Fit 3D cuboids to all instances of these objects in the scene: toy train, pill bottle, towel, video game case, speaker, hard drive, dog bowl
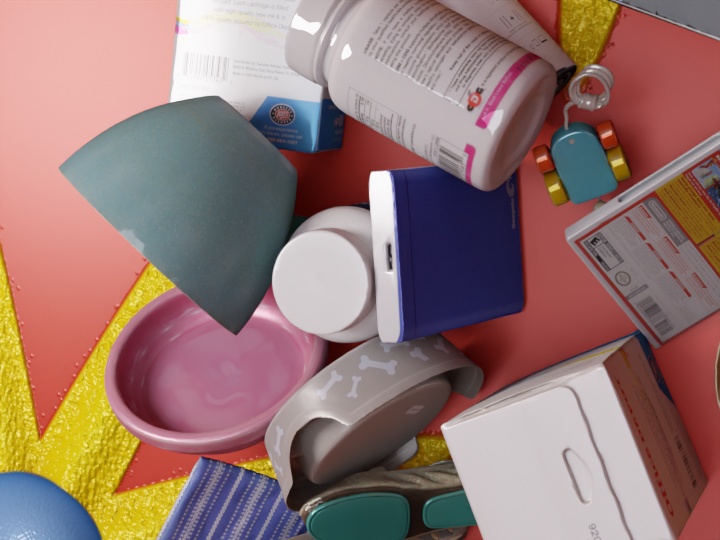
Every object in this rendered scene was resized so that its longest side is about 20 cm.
[{"bbox_3d":[0.240,-0.091,1.421,0.199,0.056,0.151,25,116,-9],"label":"toy train"},{"bbox_3d":[0.000,0.000,1.447,0.110,0.200,0.112,2,96,18],"label":"pill bottle"},{"bbox_3d":[-0.083,0.254,1.533,0.199,0.024,0.145,22,104,-25],"label":"towel"},{"bbox_3d":[0.285,-0.034,1.405,0.199,0.017,0.143,-33,120,18],"label":"video game case"},{"bbox_3d":[0.087,-0.217,1.462,0.081,0.081,0.200,-44,81,17],"label":"speaker"},{"bbox_3d":[0.074,-0.020,1.421,0.025,0.200,0.133,-1,95,33],"label":"hard drive"},{"bbox_3d":[0.046,-0.158,1.387,0.199,0.113,0.114,31,104,16],"label":"pill bottle"},{"bbox_3d":[0.007,0.120,1.464,0.200,0.200,0.059,-42,70,17],"label":"dog bowl"}]

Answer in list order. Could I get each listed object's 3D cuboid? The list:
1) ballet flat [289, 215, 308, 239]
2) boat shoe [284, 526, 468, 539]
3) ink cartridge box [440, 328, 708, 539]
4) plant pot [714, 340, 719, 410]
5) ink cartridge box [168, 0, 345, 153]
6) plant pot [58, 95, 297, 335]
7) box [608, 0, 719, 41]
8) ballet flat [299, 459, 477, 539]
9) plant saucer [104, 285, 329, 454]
[{"bbox_3d":[-0.125,-0.027,1.560,0.199,0.069,0.063,15,134,24],"label":"ballet flat"},{"bbox_3d":[-0.001,0.253,1.520,0.199,0.074,0.075,-17,49,-12],"label":"boat shoe"},{"bbox_3d":[0.176,0.151,1.402,0.144,0.200,0.148,-23,87,19],"label":"ink cartridge box"},{"bbox_3d":[0.390,0.086,1.417,0.199,0.027,0.202,2,97,18],"label":"plant pot"},{"bbox_3d":[-0.082,-0.212,1.516,0.143,0.085,0.202,9,99,17],"label":"ink cartridge box"},{"bbox_3d":[-0.130,-0.064,1.434,0.200,0.200,0.135,43,88,10],"label":"plant pot"},{"bbox_3d":[0.242,-0.236,1.344,0.163,0.200,0.087,24,102,15],"label":"box"},{"bbox_3d":[0.040,0.195,1.488,0.198,0.062,0.068,-3,120,-14],"label":"ballet flat"},{"bbox_3d":[-0.123,0.087,1.525,0.199,0.201,0.051,4,136,18],"label":"plant saucer"}]
